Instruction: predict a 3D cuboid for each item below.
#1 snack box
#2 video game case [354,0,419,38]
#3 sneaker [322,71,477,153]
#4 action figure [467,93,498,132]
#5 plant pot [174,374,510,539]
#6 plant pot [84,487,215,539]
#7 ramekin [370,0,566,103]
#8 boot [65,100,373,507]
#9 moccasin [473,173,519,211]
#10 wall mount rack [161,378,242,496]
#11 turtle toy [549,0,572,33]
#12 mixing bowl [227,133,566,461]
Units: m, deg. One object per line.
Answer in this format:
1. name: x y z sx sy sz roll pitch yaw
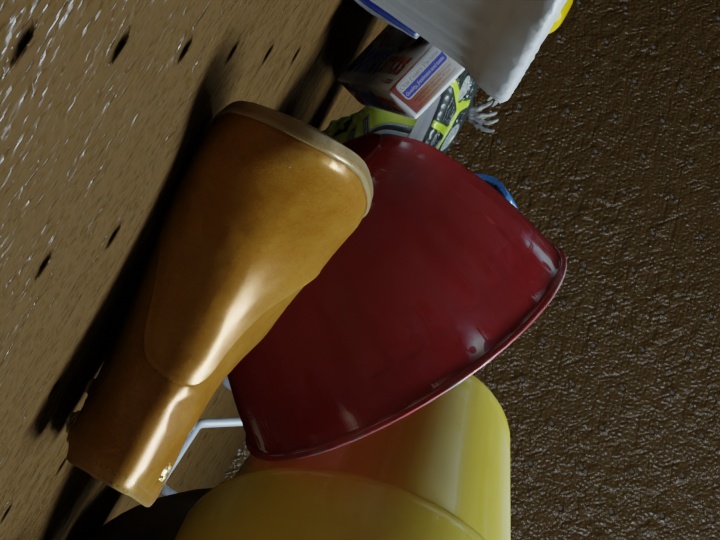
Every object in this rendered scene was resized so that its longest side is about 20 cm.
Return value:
1. snack box: 0.031 -0.120 0.995 0.072 0.024 0.200 -47 -169 0
2. video game case: 0.076 -0.234 0.917 0.201 0.045 0.181 -59 178 27
3. sneaker: 0.007 -0.076 1.133 0.201 0.076 0.075 -58 168 32
4. action figure: 0.099 -0.182 1.824 0.201 0.102 0.119 -58 167 -8
5. plant pot: 0.004 0.150 0.999 0.201 0.200 0.190 119 -6 -47
6. plant pot: -0.125 0.228 1.163 0.188 0.186 0.200 -59 164 -3
7. ramekin: 0.064 -0.173 0.677 0.201 0.097 0.200 -60 178 -3
8. boot: -0.062 0.022 0.716 0.145 0.070 0.201 -62 -176 -16
9. moccasin: 0.000 0.000 1.093 0.199 0.080 0.068 -25 -139 24
10. wall mount rack: -0.087 0.098 1.395 0.201 0.074 0.174 -60 179 29
11. turtle toy: 0.113 -0.231 1.181 0.146 0.101 0.200 -59 179 -43
12. mixing bowl: -0.004 -0.001 0.953 0.199 0.109 0.200 -30 -167 8
